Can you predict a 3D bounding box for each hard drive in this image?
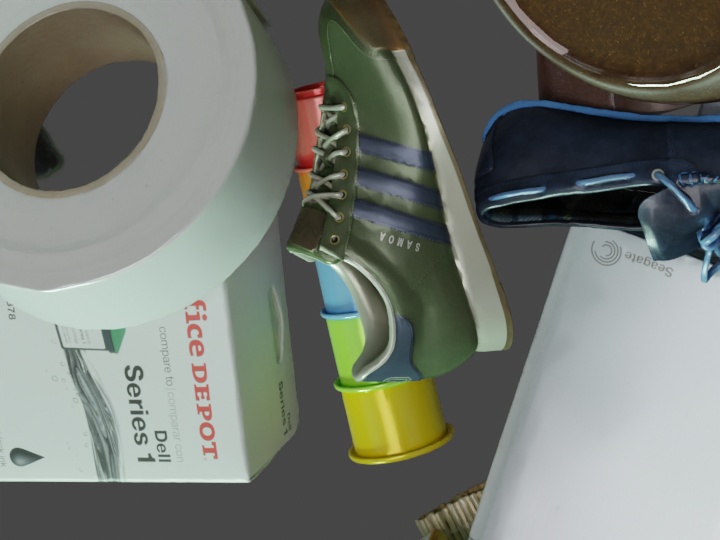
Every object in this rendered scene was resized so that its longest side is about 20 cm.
[{"bbox_3d":[0.141,0.085,1.020,0.131,0.027,0.201,21,102,18],"label":"hard drive"}]

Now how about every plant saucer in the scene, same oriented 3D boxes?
[{"bbox_3d":[0.123,-0.159,0.898,0.199,0.034,0.201,18,129,24],"label":"plant saucer"}]

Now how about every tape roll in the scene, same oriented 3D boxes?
[{"bbox_3d":[-0.134,-0.075,1.015,0.201,0.071,0.204,-6,70,16],"label":"tape roll"}]

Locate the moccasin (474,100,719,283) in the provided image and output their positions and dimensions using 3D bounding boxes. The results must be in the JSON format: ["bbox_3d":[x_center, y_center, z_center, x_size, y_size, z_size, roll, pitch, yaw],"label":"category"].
[{"bbox_3d":[0.151,-0.031,0.970,0.199,0.069,0.081,6,152,28],"label":"moccasin"}]

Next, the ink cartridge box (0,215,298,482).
[{"bbox_3d":[-0.145,0.036,1.096,0.199,0.084,0.147,-2,106,18],"label":"ink cartridge box"}]

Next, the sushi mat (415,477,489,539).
[{"bbox_3d":[0.112,0.202,1.067,0.095,0.012,0.201,-30,85,27],"label":"sushi mat"}]

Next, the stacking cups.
[{"bbox_3d":[0.000,0.000,1.054,0.060,0.061,0.201,-9,103,19],"label":"stacking cups"}]

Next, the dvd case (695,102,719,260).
[{"bbox_3d":[0.231,-0.040,0.998,0.142,0.018,0.201,21,110,11],"label":"dvd case"}]

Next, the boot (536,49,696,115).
[{"bbox_3d":[0.081,-0.161,0.988,0.185,0.064,0.201,0,115,27],"label":"boot"}]

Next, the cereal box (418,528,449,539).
[{"bbox_3d":[0.011,0.246,1.076,0.200,0.040,0.144,-38,99,26],"label":"cereal box"}]

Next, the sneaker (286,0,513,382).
[{"bbox_3d":[0.002,-0.036,0.994,0.089,0.067,0.201,-23,98,-11],"label":"sneaker"}]
